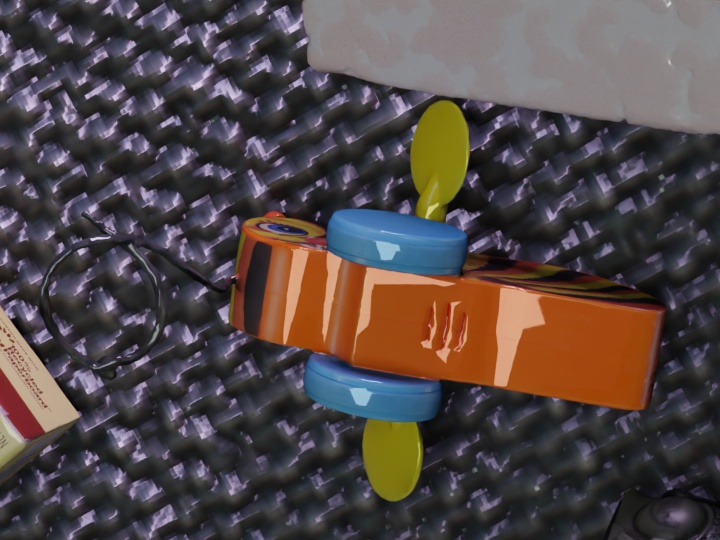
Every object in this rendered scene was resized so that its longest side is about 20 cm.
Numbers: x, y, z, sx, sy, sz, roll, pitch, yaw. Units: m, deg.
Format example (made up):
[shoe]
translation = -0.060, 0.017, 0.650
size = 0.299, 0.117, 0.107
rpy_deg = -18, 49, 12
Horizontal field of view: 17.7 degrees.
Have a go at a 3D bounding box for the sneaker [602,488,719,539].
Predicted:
[sneaker]
translation = 0.153, 0.100, 0.755
size = 0.199, 0.076, 0.114
rpy_deg = -38, 91, 23

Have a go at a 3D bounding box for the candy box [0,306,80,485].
[candy box]
translation = -0.218, 0.071, 0.877
size = 0.200, 0.055, 0.116
rpy_deg = -38, 84, 17

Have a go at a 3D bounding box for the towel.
[towel]
translation = 0.063, -0.147, 0.737
size = 0.190, 0.032, 0.201
rpy_deg = 11, 115, 29

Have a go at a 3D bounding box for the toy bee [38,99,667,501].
[toy bee]
translation = 0.000, 0.000, 0.790
size = 0.200, 0.109, 0.131
rpy_deg = 29, 97, -14
